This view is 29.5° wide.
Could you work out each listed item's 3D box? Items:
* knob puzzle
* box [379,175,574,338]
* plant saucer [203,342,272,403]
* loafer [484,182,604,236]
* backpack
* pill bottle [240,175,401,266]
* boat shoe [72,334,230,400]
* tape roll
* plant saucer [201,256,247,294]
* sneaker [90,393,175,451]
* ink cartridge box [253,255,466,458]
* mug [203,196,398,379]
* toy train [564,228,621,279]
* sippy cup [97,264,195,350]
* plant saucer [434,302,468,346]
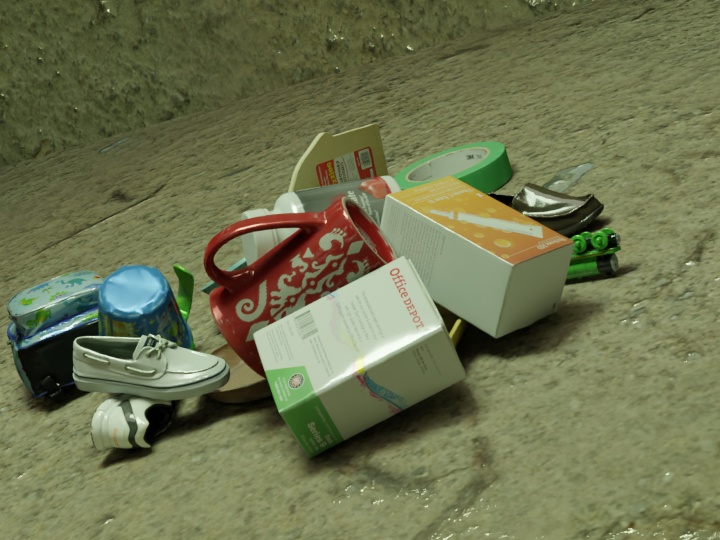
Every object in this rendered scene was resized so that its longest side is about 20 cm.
[{"bbox_3d":[-0.036,-0.086,1.832,0.030,0.222,0.219,1,26,46],"label":"knob puzzle"},{"bbox_3d":[0.132,-0.020,1.618,0.199,0.099,0.124,31,33,34],"label":"box"},{"bbox_3d":[-0.122,0.120,1.742,0.198,0.037,0.201,-19,17,6],"label":"plant saucer"},{"bbox_3d":[0.243,-0.086,1.905,0.198,0.072,0.073,-7,21,36],"label":"loafer"},{"bbox_3d":[-0.429,0.085,2.000,0.181,0.149,0.200,-22,13,-20],"label":"backpack"},{"bbox_3d":[-0.045,-0.049,1.706,0.198,0.112,0.111,-11,14,-17],"label":"pill bottle"},{"bbox_3d":[-0.260,0.113,1.671,0.197,0.068,0.074,-2,28,4],"label":"boat shoe"},{"bbox_3d":[0.151,-0.154,2.260,0.198,0.049,0.201,-19,17,6],"label":"tape roll"},{"bbox_3d":[-0.142,-0.019,1.977,0.199,0.028,0.200,-35,5,4],"label":"plant saucer"},{"bbox_3d":[-0.259,0.167,1.719,0.079,0.075,0.200,3,29,19],"label":"sneaker"},{"bbox_3d":[-0.001,0.092,1.501,0.198,0.088,0.146,-29,37,2],"label":"ink cartridge box"},{"bbox_3d":[-0.072,0.010,1.580,0.199,0.177,0.134,-37,56,14],"label":"mug"},{"bbox_3d":[0.235,-0.011,1.712,0.198,0.057,0.042,-10,4,32],"label":"toy train"},{"bbox_3d":[-0.299,0.068,1.848,0.138,0.131,0.179,-2,48,1],"label":"sippy cup"},{"bbox_3d":[0.047,0.081,1.654,0.198,0.049,0.200,-11,19,24],"label":"plant saucer"}]
